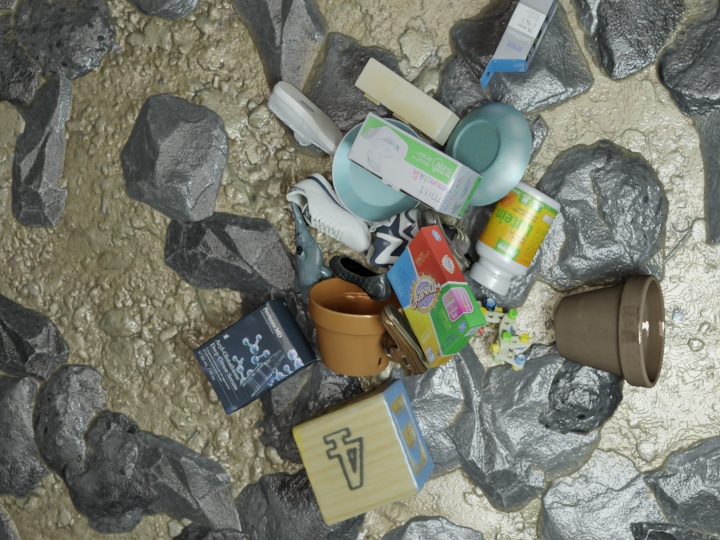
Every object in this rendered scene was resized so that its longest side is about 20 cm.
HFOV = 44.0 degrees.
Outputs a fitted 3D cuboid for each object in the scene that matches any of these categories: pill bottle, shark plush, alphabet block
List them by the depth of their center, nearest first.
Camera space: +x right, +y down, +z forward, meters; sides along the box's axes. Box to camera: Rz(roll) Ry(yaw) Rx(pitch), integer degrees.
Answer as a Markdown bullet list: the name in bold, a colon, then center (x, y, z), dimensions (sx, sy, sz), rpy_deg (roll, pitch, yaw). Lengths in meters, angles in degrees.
- **pill bottle**: center (0.286, -0.061, 1.686), dimensions (0.110, 0.111, 0.203), rpy_deg (29, 98, 10)
- **alphabet block**: center (0.009, 0.347, 1.728), dimensions (0.196, 0.195, 0.200), rpy_deg (-22, 85, 14)
- **shark plush**: center (-0.103, -0.036, 1.792), dimensions (0.089, 0.083, 0.205), rpy_deg (1, 92, 16)

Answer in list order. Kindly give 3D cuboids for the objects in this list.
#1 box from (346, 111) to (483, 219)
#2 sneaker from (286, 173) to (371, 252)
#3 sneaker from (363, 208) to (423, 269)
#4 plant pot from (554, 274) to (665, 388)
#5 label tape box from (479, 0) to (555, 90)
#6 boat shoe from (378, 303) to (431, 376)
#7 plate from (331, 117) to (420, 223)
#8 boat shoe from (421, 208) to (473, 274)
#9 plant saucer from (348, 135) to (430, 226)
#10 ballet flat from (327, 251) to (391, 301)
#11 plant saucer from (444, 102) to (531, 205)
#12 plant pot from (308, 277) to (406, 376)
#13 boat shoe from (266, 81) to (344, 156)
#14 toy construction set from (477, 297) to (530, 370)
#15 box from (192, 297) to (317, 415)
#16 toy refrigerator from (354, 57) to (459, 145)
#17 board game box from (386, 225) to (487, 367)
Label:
- **box**: center (0.099, -0.184, 1.602), dimensions (0.198, 0.176, 0.098), rpy_deg (33, 99, 19)
- **sneaker**: center (-0.061, -0.101, 1.770), dimensions (0.200, 0.080, 0.077), rpy_deg (43, 138, 15)
- **sneaker**: center (0.075, -0.019, 1.732), dimensions (0.127, 0.080, 0.202), rpy_deg (-7, 128, 18)
- **plant pot**: center (0.452, 0.109, 1.627), dimensions (0.171, 0.199, 0.206), rpy_deg (0, 92, 30)
- **label tape box**: center (0.296, -0.424, 1.653), dimensions (0.062, 0.144, 0.203), rpy_deg (27, 98, 8)
- **boat shoe**: center (0.074, 0.139, 1.634), dimensions (0.067, 0.201, 0.073), rpy_deg (-29, 44, 9)
- **plate**: center (0.041, -0.193, 1.732), dimensions (0.195, 0.026, 0.206), rpy_deg (0, 92, 13)
- **boat shoe**: center (0.168, -0.058, 1.686), dimensions (0.072, 0.201, 0.076), rpy_deg (-23, 55, 6)
- **plant saucer**: center (0.075, -0.172, 1.762), dimensions (0.195, 0.050, 0.206), rpy_deg (1, 93, 13)
- **ballet flat**: center (0.000, 0.000, 1.741), dimensions (0.199, 0.065, 0.058), rpy_deg (32, 125, 49)
- **plant saucer**: center (0.228, -0.226, 1.682), dimensions (0.198, 0.038, 0.206), rpy_deg (-12, 71, 37)
- **plant pot**: center (-0.007, 0.112, 1.731), dimensions (0.195, 0.200, 0.143), rpy_deg (8, 110, 12)
- **boat shoe**: center (-0.111, -0.291, 1.796), dimensions (0.199, 0.072, 0.069), rpy_deg (41, 122, 2)
- **toy construction set**: center (0.223, 0.109, 1.691), dimensions (0.196, 0.133, 0.093), rpy_deg (18, 137, -18)
- **box**: center (-0.214, 0.173, 1.816), dimensions (0.198, 0.107, 0.150), rpy_deg (-33, 84, 12)
- **toy refrigerator**: center (0.089, -0.325, 1.729), dimensions (0.199, 0.076, 0.071), rpy_deg (37, 100, 15)
- **board game box**: center (0.132, 0.047, 1.593), dimensions (0.203, 0.040, 0.154), rpy_deg (64, 144, 23)
